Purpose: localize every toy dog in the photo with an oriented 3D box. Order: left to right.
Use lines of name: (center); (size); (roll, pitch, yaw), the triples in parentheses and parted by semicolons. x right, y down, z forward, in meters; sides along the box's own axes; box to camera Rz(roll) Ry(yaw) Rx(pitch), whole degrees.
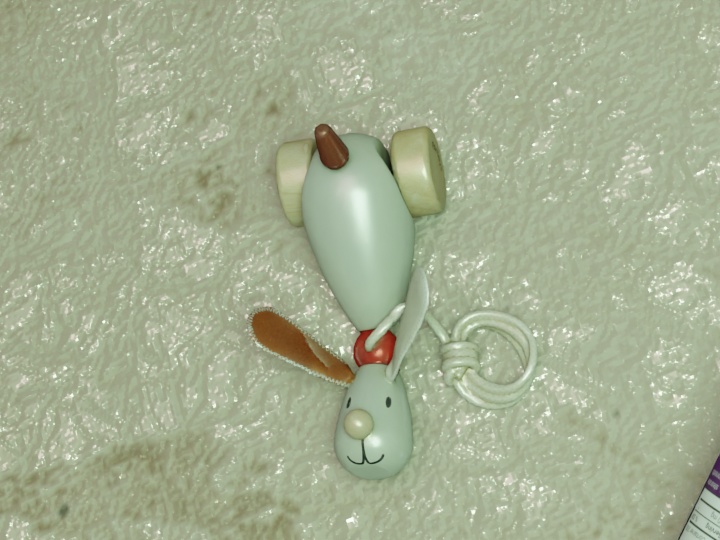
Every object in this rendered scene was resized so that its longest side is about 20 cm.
toy dog: (0.000, 0.000, 0.998); (0.131, 0.096, 0.201); (-29, 66, 10)

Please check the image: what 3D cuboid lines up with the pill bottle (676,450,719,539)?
pill bottle: (0.215, 0.115, 0.866); (0.112, 0.112, 0.201); (26, 94, 25)
